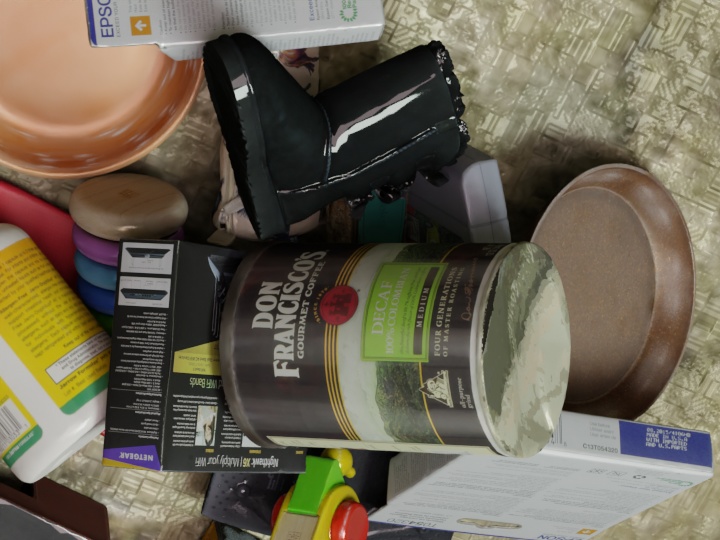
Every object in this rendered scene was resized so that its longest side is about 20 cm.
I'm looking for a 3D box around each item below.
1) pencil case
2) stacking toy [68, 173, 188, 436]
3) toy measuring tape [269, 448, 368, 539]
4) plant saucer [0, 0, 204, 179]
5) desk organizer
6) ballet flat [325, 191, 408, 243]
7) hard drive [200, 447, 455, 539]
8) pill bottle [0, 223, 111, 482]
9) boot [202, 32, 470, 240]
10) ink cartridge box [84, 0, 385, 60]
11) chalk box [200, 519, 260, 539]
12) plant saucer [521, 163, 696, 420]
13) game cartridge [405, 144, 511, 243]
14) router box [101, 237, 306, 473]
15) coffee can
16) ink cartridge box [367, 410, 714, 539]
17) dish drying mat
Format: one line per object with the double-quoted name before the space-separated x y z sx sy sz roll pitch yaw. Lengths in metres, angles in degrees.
"pencil case" -0.069 -0.115 1.671 0.078 0.089 0.201 16 121 28
"stacking toy" -0.173 0.035 1.710 0.085 0.085 0.201 1 116 -10
"toy measuring tape" -0.041 0.224 1.752 0.073 0.074 0.200 28 65 -19
"plant saucer" -0.208 -0.163 1.660 0.200 0.037 0.201 -4 114 -8
"desk organizer" -0.288 0.181 1.768 0.200 0.077 0.072 28 105 -19
"ballet flat" 0.000 0.000 1.750 0.070 0.065 0.201 -5 115 -29
"hard drive" -0.014 0.149 1.821 0.199 0.042 0.135 13 110 -14
"pill bottle" -0.253 0.039 1.653 0.113 0.113 0.200 -40 87 8
"boot" -0.013 -0.111 1.587 0.162 0.073 0.198 -23 143 -8
"ink cartridge box" -0.094 -0.243 1.588 0.199 0.041 0.200 -5 77 -8
"chalk box" -0.057 0.308 1.836 0.200 0.125 0.124 30 104 -19
"plant saucer" 0.176 0.019 1.759 0.200 0.034 0.201 -6 99 -41
"game cartridge" 0.068 0.003 1.721 0.041 0.133 0.201 -15 113 -26
"router box" -0.102 0.064 1.667 0.052 0.200 0.158 2 86 28
"coffee can" 0.025 0.052 1.614 0.199 0.146 0.147 0 118 28
"ink cartridge box" 0.130 0.153 1.767 0.196 0.200 0.043 9 67 -24
"dish drying mat" -0.210 0.000 1.739 0.200 0.018 0.077 28 105 -20
